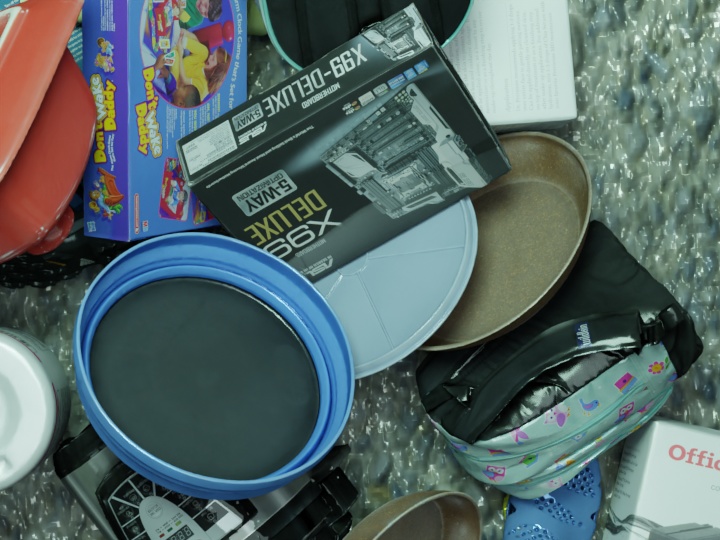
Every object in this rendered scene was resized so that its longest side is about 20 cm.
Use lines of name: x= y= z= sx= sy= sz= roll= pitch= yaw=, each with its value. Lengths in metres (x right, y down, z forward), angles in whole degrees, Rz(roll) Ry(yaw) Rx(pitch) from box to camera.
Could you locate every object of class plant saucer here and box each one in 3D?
plant saucer: x=0.014 y=0.244 z=1.355 sx=0.034 sy=0.200 sz=0.201 roll=34 pitch=86 yaw=32
plant saucer: x=0.095 y=-0.016 z=1.366 sx=0.201 sy=0.200 sz=0.037 roll=-48 pitch=128 yaw=-3

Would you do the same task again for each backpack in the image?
backpack: x=-0.007 y=-0.245 z=1.292 sx=0.175 sy=0.153 sz=0.201 roll=-15 pitch=112 yaw=-7
backpack: x=0.146 y=0.076 z=1.366 sx=0.200 sy=0.167 sz=0.127 roll=-38 pitch=128 yaw=-1

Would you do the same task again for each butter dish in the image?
butter dish: x=-0.252 y=-0.068 z=1.225 sx=0.198 sy=0.201 sz=0.148 roll=-13 pitch=134 yaw=30

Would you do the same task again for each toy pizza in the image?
toy pizza: x=0.000 y=0.000 z=1.368 sx=0.199 sy=0.032 sz=0.201 roll=-15 pitch=53 yaw=21

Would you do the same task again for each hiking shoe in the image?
hiking shoe: x=-0.234 y=-0.040 z=1.392 sx=0.198 sy=0.075 sz=0.087 roll=-2 pitch=61 yaw=1

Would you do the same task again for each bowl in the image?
bowl: x=-0.103 y=0.067 z=1.249 sx=0.199 sy=0.039 sz=0.202 roll=12 pitch=52 yaw=-16

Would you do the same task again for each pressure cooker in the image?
pressure cooker: x=-0.105 y=0.161 z=1.337 sx=0.178 sy=0.176 sz=0.200 roll=-39 pitch=93 yaw=-23

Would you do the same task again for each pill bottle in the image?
pill bottle: x=-0.269 y=0.098 z=1.311 sx=0.112 sy=0.200 sz=0.114 roll=0 pitch=89 yaw=-4

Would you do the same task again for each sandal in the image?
sandal: x=0.136 y=0.226 z=1.400 sx=0.079 sy=0.087 sz=0.201 roll=21 pitch=86 yaw=-3

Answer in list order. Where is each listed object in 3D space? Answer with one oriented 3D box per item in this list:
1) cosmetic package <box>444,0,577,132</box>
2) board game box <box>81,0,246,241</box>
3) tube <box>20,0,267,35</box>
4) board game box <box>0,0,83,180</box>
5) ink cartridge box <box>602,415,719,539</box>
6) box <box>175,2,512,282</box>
cosmetic package: x=0.062 y=-0.156 z=1.404 sx=0.198 sy=0.071 sz=0.102 roll=-4 pitch=88 yaw=-5
board game box: x=-0.139 y=-0.129 z=1.303 sx=0.045 sy=0.134 sz=0.202 roll=7 pitch=100 yaw=34
tube: x=-0.162 y=-0.211 z=1.366 sx=0.199 sy=0.058 sz=0.052 roll=3 pitch=108 yaw=-23
board game box: x=-0.237 y=-0.171 z=1.353 sx=0.200 sy=0.047 sz=0.151 roll=52 pitch=45 yaw=-2
ink cartridge box: x=0.266 y=0.226 z=1.410 sx=0.144 sy=0.084 sz=0.202 roll=13 pitch=88 yaw=-4
box: x=-0.010 y=-0.082 z=1.304 sx=0.199 sy=0.158 sz=0.050 roll=-29 pitch=50 yaw=9
